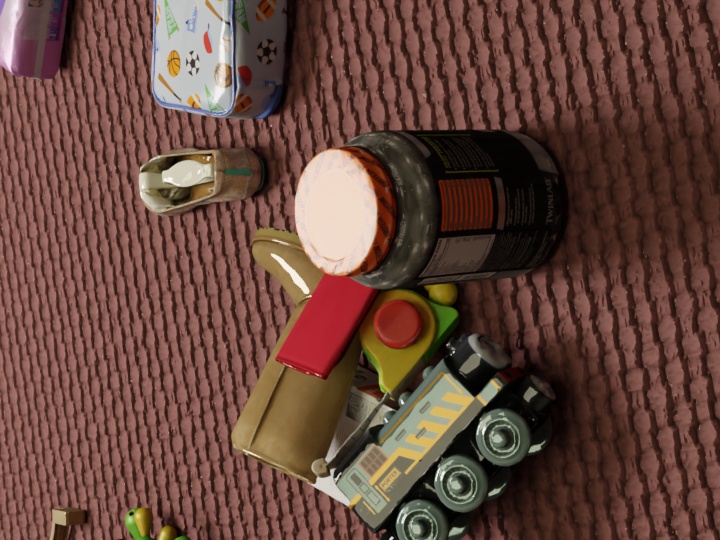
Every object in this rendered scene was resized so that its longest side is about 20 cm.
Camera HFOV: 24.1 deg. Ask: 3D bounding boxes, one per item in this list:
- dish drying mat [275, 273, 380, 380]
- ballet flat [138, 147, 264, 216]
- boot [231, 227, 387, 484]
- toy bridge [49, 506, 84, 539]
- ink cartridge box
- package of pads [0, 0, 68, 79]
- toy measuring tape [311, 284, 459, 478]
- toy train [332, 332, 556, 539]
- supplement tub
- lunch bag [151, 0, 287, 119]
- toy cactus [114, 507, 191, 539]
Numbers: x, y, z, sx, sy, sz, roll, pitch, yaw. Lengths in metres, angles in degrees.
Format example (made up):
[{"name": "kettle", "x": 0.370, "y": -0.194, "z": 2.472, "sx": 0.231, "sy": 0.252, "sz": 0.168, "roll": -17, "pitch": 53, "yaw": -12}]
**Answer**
[{"name": "dish drying mat", "x": 0.000, "y": 0.000, "z": 1.436, "sx": 0.077, "sy": 0.018, "sz": 0.200, "roll": 16, "pitch": 73, "yaw": 53}, {"name": "ballet flat", "x": -0.178, "y": -0.092, "z": 1.669, "sx": 0.200, "sy": 0.067, "sz": 0.068, "roll": -11, "pitch": 85, "yaw": 48}, {"name": "boot", "x": -0.068, "y": 0.070, "z": 1.500, "sx": 0.175, "sy": 0.066, "sz": 0.201, "roll": 16, "pitch": 78, "yaw": 44}, {"name": "toy bridge", "x": -0.336, "y": 0.369, "z": 1.913, "sx": 0.067, "sy": 0.027, "sz": 0.201, "roll": 0, "pitch": 94, "yaw": 50}, {"name": "ink cartridge box", "x": 0.001, "y": 0.151, "z": 1.506, "sx": 0.200, "sy": 0.050, "sz": 0.109, "roll": 23, "pitch": 109, "yaw": 44}, {"name": "package of pads", "x": -0.375, "y": -0.322, "z": 1.861, "sx": 0.120, "sy": 0.075, "sz": 0.201, "roll": 27, "pitch": 113, "yaw": 42}, {"name": "toy measuring tape", "x": 0.008, "y": 0.080, "z": 1.423, "sx": 0.200, "sy": 0.074, "sz": 0.073, "roll": -50, "pitch": 48, "yaw": -9}, {"name": "toy train", "x": 0.068, "y": 0.145, "z": 1.370, "sx": 0.114, "sy": 0.085, "sz": 0.200, "roll": 45, "pitch": 109, "yaw": 15}, {"name": "supplement tub", "x": 0.054, "y": -0.049, "z": 1.317, "sx": 0.122, "sy": 0.199, "sz": 0.123, "roll": 5, "pitch": 96, "yaw": 48}, {"name": "lunch bag", "x": -0.139, "y": -0.248, "z": 1.609, "sx": 0.160, "sy": 0.075, "sz": 0.201, "roll": 17, "pitch": 107, "yaw": 48}, {"name": "toy cactus", "x": -0.199, "y": 0.342, "z": 1.724, "sx": 0.200, "sy": 0.102, "sz": 0.165, "roll": 40, "pitch": 132, "yaw": 28}]
